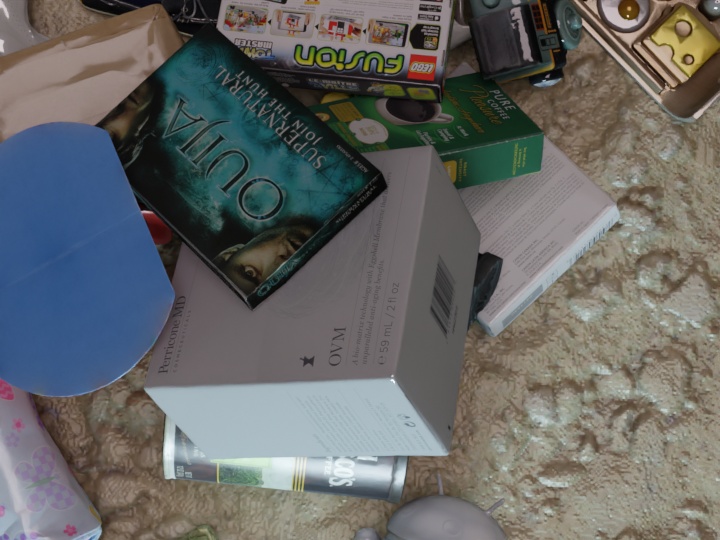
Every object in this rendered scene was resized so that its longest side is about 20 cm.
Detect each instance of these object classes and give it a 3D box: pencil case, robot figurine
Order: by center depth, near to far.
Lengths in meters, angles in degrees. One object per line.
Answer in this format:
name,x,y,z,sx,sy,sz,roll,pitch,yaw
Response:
robot figurine,0.059,0.277,1.280,0.169,0.113,0.201,18,84,24
pencil case,-0.298,0.157,1.293,0.091,0.083,0.201,-21,83,-48

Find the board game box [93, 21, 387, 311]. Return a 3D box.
board game box,-0.096,-0.080,1.111,0.135,0.028,0.200,-44,64,-9

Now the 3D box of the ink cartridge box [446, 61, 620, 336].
ink cartridge box,0.107,-0.065,1.358,0.161,0.050,0.200,-43,69,-5

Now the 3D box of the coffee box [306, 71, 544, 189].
coffee box,0.041,-0.108,1.274,0.199,0.123,0.044,-14,127,-18

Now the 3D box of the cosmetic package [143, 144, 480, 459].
cosmetic package,-0.032,0.027,1.133,0.199,0.123,0.200,-5,55,23

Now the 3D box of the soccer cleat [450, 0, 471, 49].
soccer cleat,0.057,-0.294,1.352,0.077,0.069,0.201,-13,91,23

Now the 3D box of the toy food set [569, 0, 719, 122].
toy food set,0.280,-0.251,1.365,0.143,0.060,0.200,-44,87,-6

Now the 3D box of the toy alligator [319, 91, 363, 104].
toy alligator,-0.022,-0.125,1.341,0.200,0.059,0.054,-32,87,-5

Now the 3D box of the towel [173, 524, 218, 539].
towel,-0.182,0.327,1.304,0.199,0.036,0.149,-28,87,-5

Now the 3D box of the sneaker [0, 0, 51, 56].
sneaker,-0.338,-0.263,1.345,0.088,0.075,0.201,-28,92,-17

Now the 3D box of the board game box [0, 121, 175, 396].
board game box,-0.217,-0.007,1.120,0.158,0.039,0.201,-28,78,18

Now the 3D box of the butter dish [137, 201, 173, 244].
butter dish,-0.252,0.020,1.242,0.198,0.200,0.149,-1,84,-8

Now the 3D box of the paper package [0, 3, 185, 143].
paper package,-0.221,-0.128,1.263,0.190,0.200,0.104,-20,85,-3

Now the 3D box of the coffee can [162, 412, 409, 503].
coffee can,-0.058,0.113,1.274,0.199,0.146,0.147,6,84,-1

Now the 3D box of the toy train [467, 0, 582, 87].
toy train,0.131,-0.255,1.309,0.085,0.114,0.201,-10,97,31

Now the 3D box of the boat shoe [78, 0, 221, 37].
boat shoe,-0.160,-0.251,1.348,0.199,0.062,0.075,8,83,-3

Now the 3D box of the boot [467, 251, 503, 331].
boot,0.000,0.000,1.261,0.199,0.165,0.066,22,115,15

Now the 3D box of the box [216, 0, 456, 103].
box,-0.022,-0.209,1.293,0.199,0.035,0.111,7,73,7
